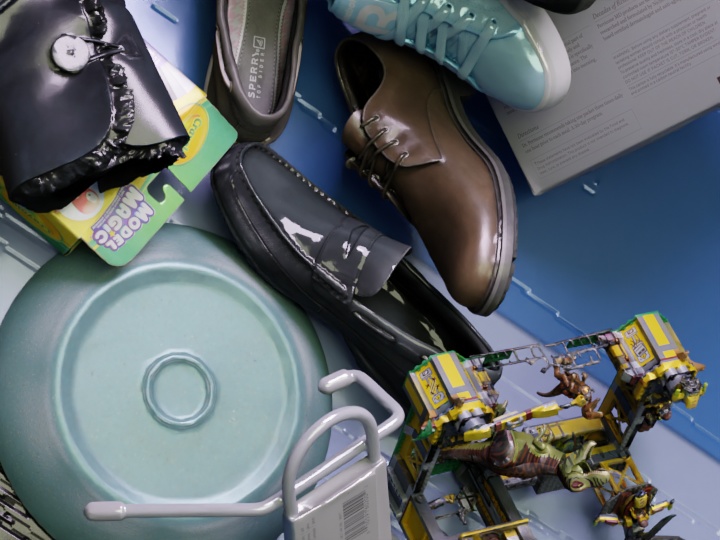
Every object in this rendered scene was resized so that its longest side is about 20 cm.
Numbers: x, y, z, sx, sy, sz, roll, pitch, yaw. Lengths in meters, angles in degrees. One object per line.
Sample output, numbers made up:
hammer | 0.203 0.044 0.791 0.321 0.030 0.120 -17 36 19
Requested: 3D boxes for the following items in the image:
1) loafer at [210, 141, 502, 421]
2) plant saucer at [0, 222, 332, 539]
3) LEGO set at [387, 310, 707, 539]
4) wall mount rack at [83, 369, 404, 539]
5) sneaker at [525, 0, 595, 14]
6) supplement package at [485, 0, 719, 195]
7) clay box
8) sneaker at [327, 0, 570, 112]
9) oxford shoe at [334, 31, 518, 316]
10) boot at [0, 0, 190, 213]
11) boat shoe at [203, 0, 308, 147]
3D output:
loafer | 0.000 0.000 1.676 0.201 0.070 0.068 47 41 -8
plant saucer | -0.104 0.069 1.651 0.199 0.036 0.201 4 78 -19
LEGO set | 0.110 0.116 1.654 0.199 0.154 0.116 -5 52 -32
wall mount rack | -0.052 0.145 1.603 0.173 0.200 0.075 -30 49 -26
sneaker | 0.036 -0.194 1.608 0.114 0.076 0.199 -26 60 -35
supplement package | 0.159 -0.182 1.695 0.147 0.191 0.201 -25 89 -45
clay box | -0.176 -0.100 1.648 0.200 0.048 0.115 43 68 -6
sneaker | 0.024 -0.146 1.663 0.200 0.074 0.082 41 52 16
oxford shoe | 0.030 -0.054 1.674 0.084 0.073 0.200 2 46 -28
boot | -0.198 -0.114 1.574 0.199 0.076 0.169 -10 75 -28
boat shoe | -0.054 -0.168 1.704 0.067 0.057 0.201 7 77 -19
